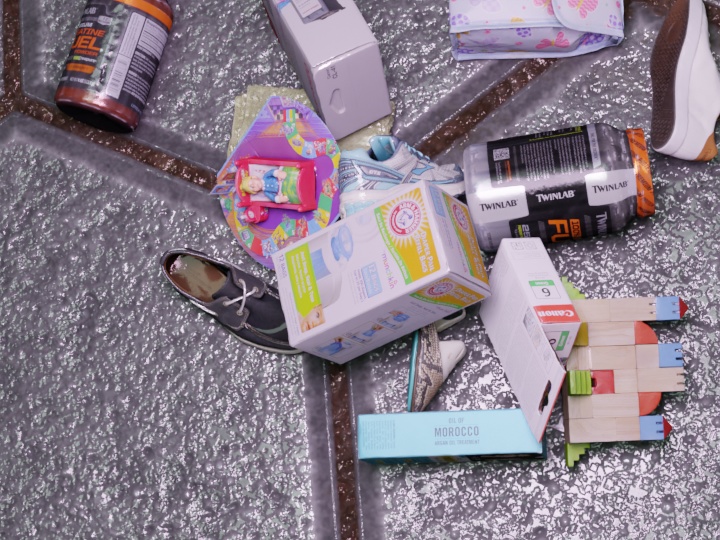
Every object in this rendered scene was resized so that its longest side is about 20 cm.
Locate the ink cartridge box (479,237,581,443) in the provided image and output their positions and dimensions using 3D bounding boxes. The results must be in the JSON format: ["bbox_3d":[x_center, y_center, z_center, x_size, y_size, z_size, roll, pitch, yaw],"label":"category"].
[{"bbox_3d":[0.187,0.071,1.565,0.050,0.109,0.201,-2,43,-18],"label":"ink cartridge box"}]

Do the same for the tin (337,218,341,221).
[{"bbox_3d":[0.000,0.000,1.663,0.199,0.042,0.113,3,81,34],"label":"tin"}]

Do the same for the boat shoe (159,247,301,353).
[{"bbox_3d":[-0.143,0.035,1.704,0.199,0.068,0.072,29,83,14],"label":"boat shoe"}]

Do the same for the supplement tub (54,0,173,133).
[{"bbox_3d":[-0.289,-0.274,1.784,0.106,0.107,0.201,14,80,14],"label":"supplement tub"}]

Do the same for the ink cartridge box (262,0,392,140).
[{"bbox_3d":[-0.047,-0.272,1.692,0.085,0.148,0.201,-26,61,-5],"label":"ink cartridge box"}]

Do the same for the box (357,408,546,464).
[{"bbox_3d":[0.101,0.181,1.615,0.198,0.082,0.050,-3,78,11],"label":"box"}]

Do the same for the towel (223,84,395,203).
[{"bbox_3d":[-0.061,-0.142,1.745,0.198,0.036,0.150,4,77,13],"label":"towel"}]

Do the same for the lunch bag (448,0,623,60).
[{"bbox_3d":[0.199,-0.338,1.695,0.198,0.127,0.171,0,79,4],"label":"lunch bag"}]

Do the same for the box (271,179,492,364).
[{"bbox_3d":[0.022,0.004,1.563,0.199,0.101,0.113,-25,64,24],"label":"box"}]

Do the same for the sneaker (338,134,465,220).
[{"bbox_3d":[0.050,-0.110,1.636,0.077,0.199,0.087,-8,95,38],"label":"sneaker"}]

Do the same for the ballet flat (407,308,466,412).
[{"bbox_3d":[0.081,0.060,1.659,0.075,0.068,0.202,-4,73,-1],"label":"ballet flat"}]

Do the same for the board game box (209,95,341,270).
[{"bbox_3d":[-0.100,-0.090,1.662,0.158,0.039,0.200,53,128,18],"label":"board game box"}]

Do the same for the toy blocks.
[{"bbox_3d":[0.286,0.107,1.598,0.135,0.100,0.202,-2,83,1],"label":"toy blocks"}]

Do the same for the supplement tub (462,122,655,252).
[{"bbox_3d":[0.218,-0.093,1.634,0.198,0.123,0.124,-9,76,10],"label":"supplement tub"}]

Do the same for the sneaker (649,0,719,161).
[{"bbox_3d":[0.375,-0.213,1.672,0.084,0.073,0.202,16,70,-20],"label":"sneaker"}]
